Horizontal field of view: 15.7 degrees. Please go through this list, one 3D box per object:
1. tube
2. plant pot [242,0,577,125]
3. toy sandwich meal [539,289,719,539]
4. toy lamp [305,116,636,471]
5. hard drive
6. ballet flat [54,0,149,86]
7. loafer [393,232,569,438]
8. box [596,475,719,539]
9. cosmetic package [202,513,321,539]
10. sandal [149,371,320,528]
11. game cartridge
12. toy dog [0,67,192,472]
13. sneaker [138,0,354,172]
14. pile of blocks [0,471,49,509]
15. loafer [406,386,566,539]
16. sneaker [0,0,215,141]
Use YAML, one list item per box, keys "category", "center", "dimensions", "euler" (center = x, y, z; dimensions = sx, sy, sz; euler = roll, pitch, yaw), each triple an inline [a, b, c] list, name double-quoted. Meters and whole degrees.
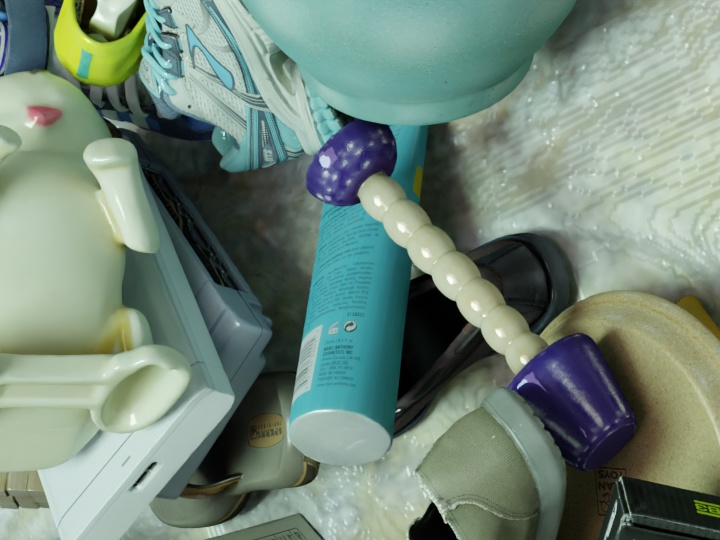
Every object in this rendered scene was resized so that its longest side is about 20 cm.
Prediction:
- category: "tube"
  center: [0.000, 0.000, 1.310]
  dimensions: [0.077, 0.050, 0.200]
  euler: [-23, 46, 37]
- category: "plant pot"
  center: [0.024, -0.155, 1.240]
  dimensions: [0.200, 0.200, 0.134]
  euler: [34, 144, 32]
- category: "toy sandwich meal"
  center: [0.148, 0.105, 1.240]
  dimensions: [0.205, 0.070, 0.206]
  euler: [9, 101, 51]
- category: "toy lamp"
  center: [0.053, 0.013, 1.230]
  dimensions: [0.200, 0.058, 0.058]
  euler: [49, 124, 25]
- category: "hard drive"
  center: [-0.140, 0.037, 1.395]
  dimensions: [0.132, 0.027, 0.200]
  euler: [-50, 43, 26]
- category: "ballet flat"
  center: [-0.103, -0.189, 1.357]
  dimensions: [0.067, 0.067, 0.200]
  euler: [23, 78, 2]
- category: "loafer"
  center: [0.018, 0.039, 1.339]
  dimensions: [0.200, 0.063, 0.072]
  euler: [-35, 75, 39]
- category: "box"
  center: [0.181, 0.205, 1.161]
  dimensions: [0.193, 0.048, 0.200]
  euler: [14, 109, -3]
- category: "cosmetic package"
  center: [-0.084, 0.202, 1.363]
  dimensions: [0.104, 0.200, 0.073]
  euler: [48, 123, 27]
- category: "sandal"
  center: [-0.082, 0.098, 1.417]
  dimensions: [0.200, 0.054, 0.082]
  euler: [-17, 79, 62]
- category: "game cartridge"
  center: [-0.125, 0.027, 1.430]
  dimensions: [0.133, 0.041, 0.200]
  euler: [-60, 40, 21]
- category: "toy dog"
  center: [-0.165, -0.010, 1.338]
  dimensions: [0.194, 0.139, 0.200]
  euler: [103, 162, -63]
- category: "sneaker"
  center: [-0.079, -0.117, 1.311]
  dimensions: [0.086, 0.200, 0.078]
  euler: [-25, 42, 12]
- category: "pile of blocks"
  center: [-0.201, 0.056, 1.546]
  dimensions: [0.062, 0.082, 0.200]
  euler: [84, 165, -67]
- category: "loafer"
  center: [0.051, 0.131, 1.218]
  dimensions: [0.075, 0.070, 0.200]
  euler: [52, 159, 36]
- category: "sneaker"
  center: [-0.154, -0.111, 1.410]
  dimensions: [0.200, 0.146, 0.081]
  euler: [17, 108, 38]
